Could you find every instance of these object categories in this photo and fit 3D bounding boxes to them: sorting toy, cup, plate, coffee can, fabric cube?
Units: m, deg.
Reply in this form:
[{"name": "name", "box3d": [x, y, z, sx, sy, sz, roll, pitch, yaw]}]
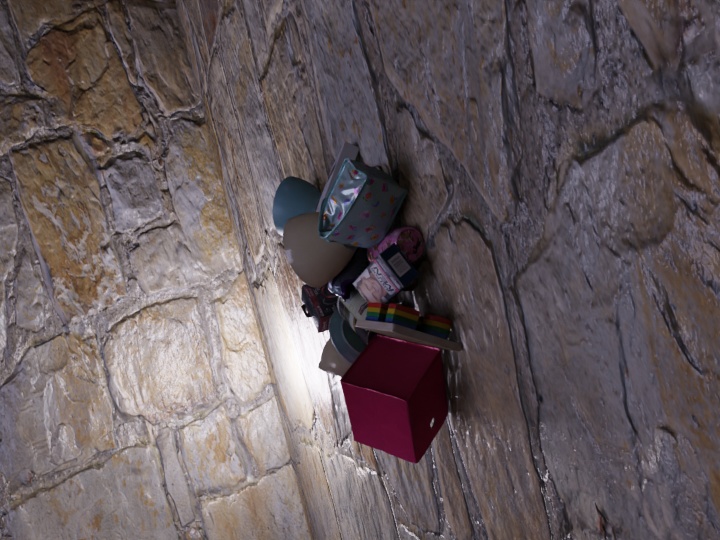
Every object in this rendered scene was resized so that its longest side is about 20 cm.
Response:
[{"name": "sorting toy", "box3d": [0.119, 0.132, 1.411, 0.199, 0.195, 0.071, -4, 69, 65]}, {"name": "cup", "box3d": [-0.090, -0.074, 1.547, 0.141, 0.199, 0.205, -21, 82, 29]}, {"name": "plate", "box3d": [-0.006, 0.194, 1.732, 0.026, 0.197, 0.203, -42, 62, 38]}, {"name": "coffee can", "box3d": [0.038, 0.127, 1.629, 0.200, 0.143, 0.149, 45, 143, 52]}, {"name": "fabric cube", "box3d": [0.091, 0.313, 1.446, 0.196, 0.196, 0.203, 10, 125, 32]}]

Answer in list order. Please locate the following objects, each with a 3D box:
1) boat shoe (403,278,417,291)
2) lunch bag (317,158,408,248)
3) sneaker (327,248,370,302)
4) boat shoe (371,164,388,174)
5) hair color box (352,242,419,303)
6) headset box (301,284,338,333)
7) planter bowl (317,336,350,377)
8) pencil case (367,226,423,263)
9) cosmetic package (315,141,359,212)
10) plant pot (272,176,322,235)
[{"name": "boat shoe", "box3d": [0.085, 0.025, 1.549, 0.199, 0.072, 0.078, -5, 100, 67]}, {"name": "lunch bag", "box3d": [-0.003, -0.153, 1.438, 0.122, 0.168, 0.202, 46, 116, 38]}, {"name": "sneaker", "box3d": [0.000, 0.000, 1.629, 0.087, 0.201, 0.075, 35, 173, 40]}, {"name": "boat shoe", "box3d": [0.012, -0.241, 1.582, 0.199, 0.058, 0.074, -6, 99, 67]}, {"name": "hair color box", "box3d": [0.059, 0.023, 1.450, 0.101, 0.060, 0.200, 52, 152, 6]}, {"name": "headset box", "box3d": [-0.092, 0.102, 1.850, 0.150, 0.196, 0.076, 57, 150, 35]}, {"name": "planter bowl", "box3d": [-0.030, 0.257, 1.843, 0.199, 0.196, 0.138, 10, 89, 65]}, {"name": "pencil case", "box3d": [0.086, -0.057, 1.493, 0.083, 0.087, 0.199, 46, 162, -13]}, {"name": "cosmetic package", "box3d": [-0.073, -0.242, 1.654, 0.151, 0.051, 0.204, 127, 163, -64]}, {"name": "plant pot", "box3d": [-0.186, -0.206, 1.946, 0.132, 0.200, 0.204, 11, 120, 25]}]
